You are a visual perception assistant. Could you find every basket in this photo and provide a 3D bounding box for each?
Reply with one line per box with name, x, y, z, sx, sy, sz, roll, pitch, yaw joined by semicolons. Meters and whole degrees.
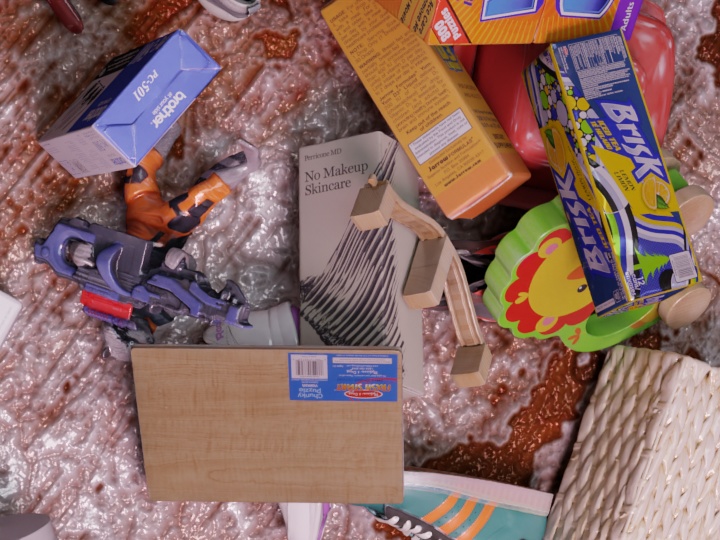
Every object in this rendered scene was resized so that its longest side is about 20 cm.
basket;0.253;0.169;1.533;0.123;0.135;0.201;25;81;-23

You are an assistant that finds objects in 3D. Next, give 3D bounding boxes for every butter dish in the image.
butter dish;0.182;-0.147;1.498;0.198;0.148;0.201;10;87;-22

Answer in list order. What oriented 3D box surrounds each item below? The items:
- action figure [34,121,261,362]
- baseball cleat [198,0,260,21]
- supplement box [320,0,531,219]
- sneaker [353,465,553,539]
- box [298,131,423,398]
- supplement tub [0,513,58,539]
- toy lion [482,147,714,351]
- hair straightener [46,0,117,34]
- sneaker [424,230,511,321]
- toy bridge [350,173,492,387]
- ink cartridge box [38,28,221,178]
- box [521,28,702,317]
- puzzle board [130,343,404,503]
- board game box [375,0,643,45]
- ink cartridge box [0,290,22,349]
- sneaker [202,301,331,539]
action figure;-0.135;-0.012;1.392;0.194;0.199;0.105;-63;153;-1
baseball cleat;-0.132;-0.283;1.396;0.070;0.106;0.200;-40;102;-11
supplement box;0.051;-0.140;1.449;0.069;0.066;0.201;-36;81;18
sneaker;0.067;0.205;1.497;0.199;0.071;0.080;13;85;-26
box;0.000;0.000;1.429;0.068;0.082;0.201;24;60;-57
supplement tub;-0.261;0.291;1.337;0.144;0.145;0.201;-15;96;-20
toy lion;0.189;0.000;1.489;0.191;0.069;0.200;-27;144;-10
hair straightener;-0.248;-0.281;1.394;0.077;0.041;0.200;-40;100;-16
sneaker;0.107;0.007;1.506;0.199;0.082;0.078;-4;92;-21
toy bridge;0.052;0.000;1.411;0.200;0.027;0.067;58;36;-34
ink cartridge box;-0.171;-0.118;1.334;0.044;0.200;0.094;44;77;-16
box;0.187;-0.072;1.373;0.064;0.070;0.201;-14;82;-16
puzzle board;-0.067;0.114;1.378;0.199;0.017;0.151;0;126;2
board game box;0.100;-0.304;1.377;0.199;0.200;0.201;-5;125;-34
ink cartridge box;-0.374;0.048;1.349;0.199;0.050;0.163;30;81;-10
sneaker;-0.074;0.127;1.457;0.099;0.075;0.201;-9;97;3
